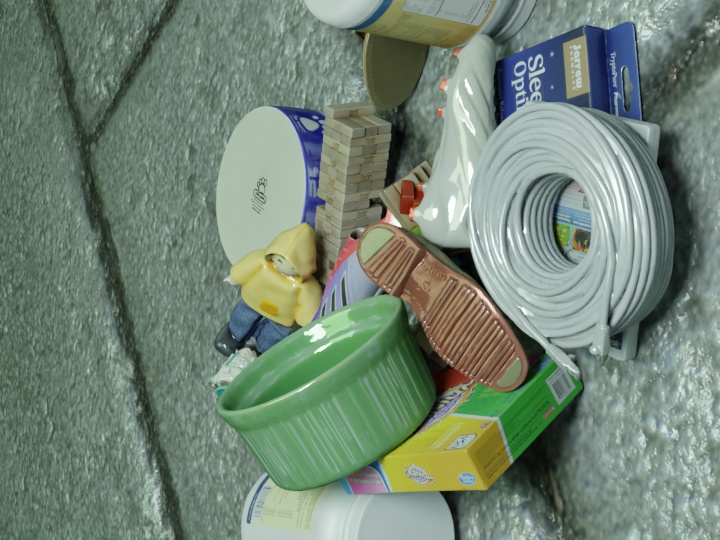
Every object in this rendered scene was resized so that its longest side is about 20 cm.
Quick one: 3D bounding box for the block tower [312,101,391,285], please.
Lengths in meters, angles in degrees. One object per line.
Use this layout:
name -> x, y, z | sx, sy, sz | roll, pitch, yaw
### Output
block tower -> -0.011, -0.073, 1.391 | 0.058, 0.054, 0.202 | 32, 125, 49

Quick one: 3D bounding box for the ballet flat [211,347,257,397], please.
ballet flat -> -0.087, 0.157, 1.441 | 0.071, 0.200, 0.072 | -21, 40, 18

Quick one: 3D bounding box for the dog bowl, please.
dog bowl -> -0.085, -0.086, 1.504 | 0.199, 0.078, 0.202 | -5, 83, 53

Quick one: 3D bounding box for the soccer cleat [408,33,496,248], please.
soccer cleat -> 0.105, -0.117, 1.215 | 0.077, 0.069, 0.202 | 14, 89, 18

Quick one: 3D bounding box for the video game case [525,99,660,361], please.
video game case -> 0.190, -0.037, 1.139 | 0.143, 0.018, 0.202 | 21, 113, 48

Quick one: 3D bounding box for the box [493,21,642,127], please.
box -> 0.171, -0.146, 1.197 | 0.199, 0.032, 0.123 | -14, 76, 52

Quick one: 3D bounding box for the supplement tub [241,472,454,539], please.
supplement tub -> -0.014, 0.265, 1.323 | 0.199, 0.144, 0.147 | -7, 82, 53

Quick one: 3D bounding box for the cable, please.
cable -> 0.173, -0.038, 1.091 | 0.200, 0.069, 0.202 | 42, 128, 40

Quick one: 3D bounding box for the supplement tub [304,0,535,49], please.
supplement tub -> 0.056, -0.286, 1.222 | 0.144, 0.199, 0.146 | -5, 84, 53

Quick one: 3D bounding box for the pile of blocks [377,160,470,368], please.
pile of blocks -> 0.074, -0.006, 1.265 | 0.062, 0.081, 0.202 | -170, 69, -83

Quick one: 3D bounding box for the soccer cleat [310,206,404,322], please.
soccer cleat -> 0.000, 0.000, 1.354 | 0.200, 0.073, 0.068 | -46, 7, 29

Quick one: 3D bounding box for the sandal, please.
sandal -> 0.021, -0.277, 1.349 | 0.070, 0.077, 0.214 | 41, 139, 48

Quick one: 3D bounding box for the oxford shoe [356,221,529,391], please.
oxford shoe -> 0.085, 0.027, 1.178 | 0.200, 0.074, 0.071 | 48, 112, 21

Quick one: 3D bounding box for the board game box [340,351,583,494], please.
board game box -> 0.084, 0.142, 1.195 | 0.199, 0.153, 0.041 | -15, 109, 51

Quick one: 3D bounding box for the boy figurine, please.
boy figurine -> -0.089, 0.030, 1.423 | 0.124, 0.064, 0.200 | 38, 135, 4

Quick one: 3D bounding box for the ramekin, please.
ramekin -> -0.025, 0.116, 1.222 | 0.199, 0.200, 0.098 | -14, 110, 53
